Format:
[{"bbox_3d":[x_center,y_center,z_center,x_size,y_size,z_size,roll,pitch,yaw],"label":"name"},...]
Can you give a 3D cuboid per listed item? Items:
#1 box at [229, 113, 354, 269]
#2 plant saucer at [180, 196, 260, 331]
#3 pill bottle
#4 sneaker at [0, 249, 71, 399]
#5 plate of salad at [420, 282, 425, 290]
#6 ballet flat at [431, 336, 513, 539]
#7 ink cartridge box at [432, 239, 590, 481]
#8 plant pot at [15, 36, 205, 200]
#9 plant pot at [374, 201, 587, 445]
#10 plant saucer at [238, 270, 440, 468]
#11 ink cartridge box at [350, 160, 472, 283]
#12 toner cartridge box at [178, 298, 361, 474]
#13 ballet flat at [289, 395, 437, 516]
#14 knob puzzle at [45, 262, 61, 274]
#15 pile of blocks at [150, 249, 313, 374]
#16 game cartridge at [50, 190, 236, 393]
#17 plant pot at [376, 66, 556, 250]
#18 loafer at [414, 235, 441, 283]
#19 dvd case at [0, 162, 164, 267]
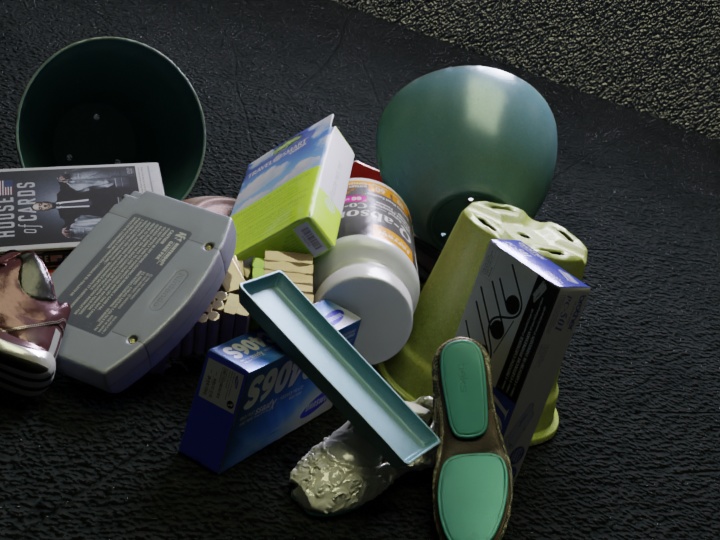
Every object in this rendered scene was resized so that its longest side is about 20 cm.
[{"bbox_3d":[-0.073,-0.066,1.358,0.048,0.121,0.201,51,26,-24],"label":"box"},{"bbox_3d":[-0.118,-0.013,1.397,0.198,0.037,0.201,24,33,-17],"label":"plant saucer"},{"bbox_3d":[0.000,0.000,1.343,0.115,0.118,0.201,15,26,-10],"label":"pill bottle"},{"bbox_3d":[-0.326,0.018,1.104,0.198,0.076,0.116,25,48,-10],"label":"sneaker"},{"bbox_3d":[0.000,0.008,1.526,0.198,0.049,0.200,17,21,-7],"label":"plate of salad"},{"bbox_3d":[0.091,0.156,1.150,0.067,0.076,0.202,-3,59,2],"label":"ballet flat"},{"bbox_3d":[0.124,0.084,1.211,0.044,0.202,0.094,1,26,-41],"label":"ink cartridge box"},{"bbox_3d":[-0.279,-0.141,1.487,0.198,0.203,0.135,12,-4,-20],"label":"plant pot"},{"bbox_3d":[0.133,0.041,1.357,0.198,0.186,0.201,16,20,-6],"label":"plant pot"},{"bbox_3d":[-0.020,0.080,1.118,0.200,0.019,0.070,45,26,13],"label":"plant saucer"},{"bbox_3d":[0.071,-0.050,1.636,0.198,0.117,0.067,23,18,8],"label":"ink cartridge box"},{"bbox_3d":[-0.072,0.093,1.163,0.043,0.096,0.199,27,22,19],"label":"toner cartridge box"},{"bbox_3d":[0.011,0.145,1.151,0.071,0.073,0.199,29,23,26],"label":"ballet flat"},{"bbox_3d":[-0.263,0.012,1.274,0.216,0.031,0.221,4,32,-2],"label":"knob puzzle"},{"bbox_3d":[-0.132,0.037,1.242,0.198,0.063,0.083,-15,54,-22],"label":"pile of blocks"},{"bbox_3d":[-0.198,0.016,1.183,0.132,0.042,0.201,21,51,20],"label":"game cartridge"},{"bbox_3d":[0.114,-0.095,1.463,0.198,0.201,0.136,15,43,-11],"label":"plant pot"},{"bbox_3d":[0.112,0.006,1.562,0.199,0.063,0.072,39,-3,21],"label":"loafer"},{"bbox_3d":[-0.285,-0.054,1.319,0.197,0.025,0.151,-3,35,-13],"label":"dvd case"}]
